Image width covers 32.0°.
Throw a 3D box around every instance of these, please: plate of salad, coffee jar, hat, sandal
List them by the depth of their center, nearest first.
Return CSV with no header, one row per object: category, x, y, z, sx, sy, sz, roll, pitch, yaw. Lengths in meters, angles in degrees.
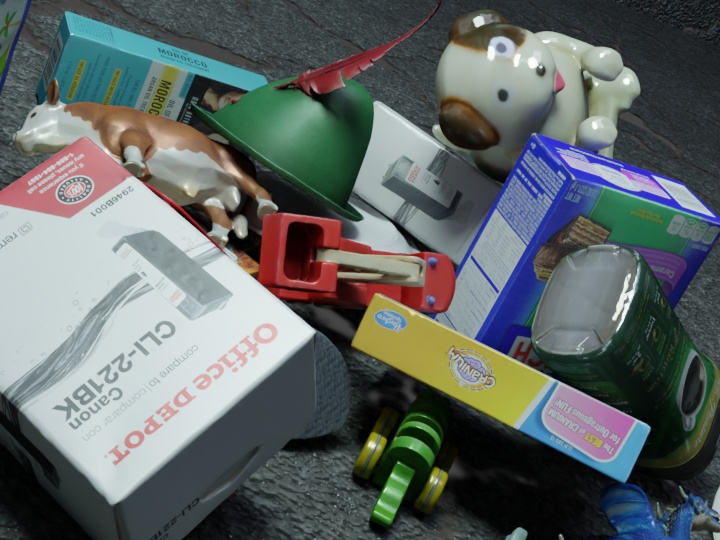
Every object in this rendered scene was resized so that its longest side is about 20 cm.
sandal,-0.095,0.056,0.813,0.198,0.077,0.043,18,-3,-23
coffee jar,0.214,0.077,0.973,0.085,0.105,0.200,1,-36,42
hat,-0.017,-0.153,1.018,0.199,0.177,0.165,36,6,33
plate of salad,-0.040,-0.034,1.078,0.198,0.049,0.200,20,17,-6

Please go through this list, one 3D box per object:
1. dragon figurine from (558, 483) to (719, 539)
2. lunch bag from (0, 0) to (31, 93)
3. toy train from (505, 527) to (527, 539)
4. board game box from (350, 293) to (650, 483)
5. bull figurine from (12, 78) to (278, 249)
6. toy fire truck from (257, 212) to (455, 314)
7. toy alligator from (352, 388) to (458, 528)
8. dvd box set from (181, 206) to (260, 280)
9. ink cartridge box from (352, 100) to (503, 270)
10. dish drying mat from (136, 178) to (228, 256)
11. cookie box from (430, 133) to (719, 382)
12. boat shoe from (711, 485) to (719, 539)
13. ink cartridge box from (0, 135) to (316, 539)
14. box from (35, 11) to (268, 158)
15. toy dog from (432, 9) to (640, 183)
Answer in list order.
dragon figurine,0.180,0.187,0.855,0.198,0.059,0.100,14,27,-31
lunch bag,-0.315,-0.179,0.917,0.126,0.171,0.201,14,26,-26
toy train,0.064,0.211,0.609,0.085,0.115,0.200,32,25,9
board game box,0.100,0.084,0.876,0.198,0.041,0.153,26,-3,14
bull figurine,-0.157,-0.078,0.944,0.198,0.066,0.122,11,29,-33
toy fire truck,0.000,0.000,0.911,0.198,0.049,0.140,7,-7,-30
toy alligator,0.043,0.109,0.868,0.059,0.055,0.200,29,23,3
dvd box set,-0.178,-0.013,0.905,0.146,0.030,0.199,36,24,17
ink cartridge box,0.083,-0.056,1.157,0.199,0.085,0.146,38,2,19
dish drying mat,-0.095,0.002,0.835,0.076,0.018,0.200,25,-16,39
cookie box,0.172,0.011,1.026,0.169,0.202,0.075,13,27,-30
boat shoe,0.329,0.227,0.934,0.068,0.072,0.200,40,9,-27
ink cartridge box,-0.139,0.041,0.694,0.199,0.084,0.144,39,61,22
box,-0.182,-0.157,1.130,0.198,0.083,0.049,14,28,-29
toy dog,0.135,-0.145,1.063,0.192,0.141,0.200,15,-5,28
